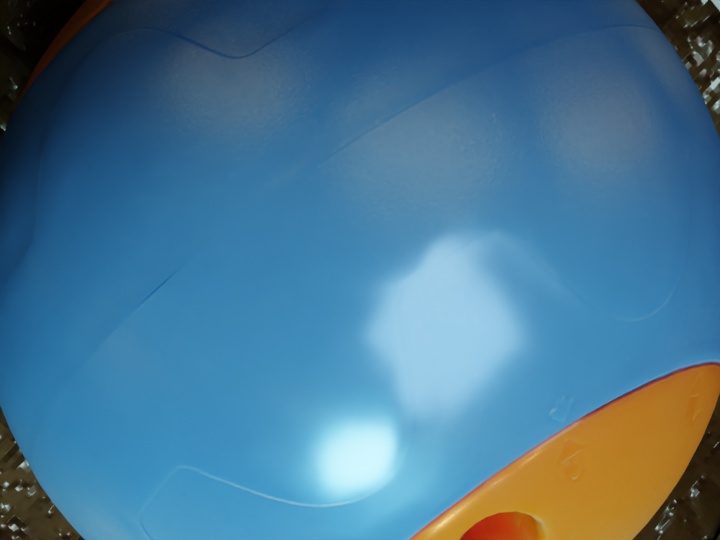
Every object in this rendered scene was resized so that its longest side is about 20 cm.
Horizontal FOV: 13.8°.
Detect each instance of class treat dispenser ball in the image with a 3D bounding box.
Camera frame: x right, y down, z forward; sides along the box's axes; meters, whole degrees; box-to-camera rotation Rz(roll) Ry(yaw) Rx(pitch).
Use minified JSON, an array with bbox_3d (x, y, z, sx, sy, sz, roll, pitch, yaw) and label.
[{"bbox_3d":[0.000,0.000,0.789,0.200,0.201,0.202,-8,109,-23],"label":"treat dispenser ball"}]

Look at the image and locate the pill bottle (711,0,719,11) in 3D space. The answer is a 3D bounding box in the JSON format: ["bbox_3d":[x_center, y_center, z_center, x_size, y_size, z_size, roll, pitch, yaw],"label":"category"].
[{"bbox_3d":[0.199,-0.140,0.896,0.200,0.116,0.116,-44,119,-7],"label":"pill bottle"}]

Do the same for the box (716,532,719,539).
[{"bbox_3d":[0.211,0.128,1.016,0.200,0.064,0.070,24,95,-30],"label":"box"}]
